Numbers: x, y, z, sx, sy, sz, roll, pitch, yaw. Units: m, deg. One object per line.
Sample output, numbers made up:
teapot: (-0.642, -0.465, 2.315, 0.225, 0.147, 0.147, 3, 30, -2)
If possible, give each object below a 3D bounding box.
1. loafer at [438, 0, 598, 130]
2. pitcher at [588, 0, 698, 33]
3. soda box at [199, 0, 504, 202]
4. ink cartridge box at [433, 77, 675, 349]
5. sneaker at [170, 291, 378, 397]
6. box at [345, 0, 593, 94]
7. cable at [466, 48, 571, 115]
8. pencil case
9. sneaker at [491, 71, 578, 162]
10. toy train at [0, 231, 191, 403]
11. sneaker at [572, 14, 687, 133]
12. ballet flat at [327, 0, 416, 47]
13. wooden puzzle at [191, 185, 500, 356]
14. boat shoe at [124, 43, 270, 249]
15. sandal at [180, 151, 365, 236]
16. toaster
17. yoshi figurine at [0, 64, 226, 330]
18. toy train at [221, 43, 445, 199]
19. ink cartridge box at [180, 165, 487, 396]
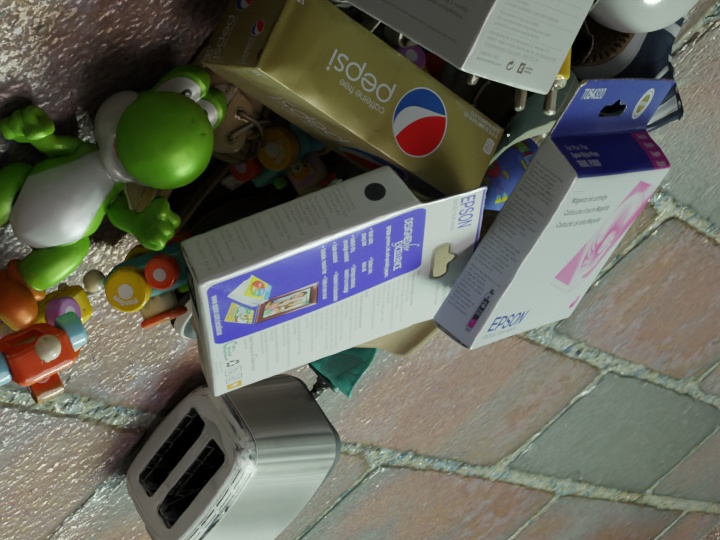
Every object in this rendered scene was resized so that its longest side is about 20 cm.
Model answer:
loafer: (0.113, -0.152, 1.276, 0.075, 0.070, 0.200, -28, 155, -36)
pitcher: (0.168, -0.256, 1.295, 0.171, 0.121, 0.200, -16, 142, -3)
soda box: (-0.003, -0.112, 1.208, 0.200, 0.068, 0.064, 31, 79, -37)
ink cartridge box: (0.153, -0.043, 1.329, 0.200, 0.043, 0.196, -58, 160, 21)
sneaker: (-0.047, 0.050, 1.506, 0.200, 0.121, 0.084, -16, 148, -40)
box: (0.088, -0.227, 1.131, 0.097, 0.124, 0.200, 8, 112, -52)
cable: (0.114, -0.204, 1.202, 0.050, 0.097, 0.200, 7, 104, -57)
pencil case: (0.077, -0.057, 1.495, 0.200, 0.078, 0.087, -24, 153, -56)
sneaker: (0.108, -0.148, 1.444, 0.200, 0.075, 0.106, -28, 151, -42)
toy train: (-0.173, 0.036, 1.281, 0.200, 0.056, 0.150, -28, -164, -26)
sneaker: (0.227, -0.188, 1.437, 0.200, 0.070, 0.109, -53, 136, -27)
ballet flat: (0.020, -0.182, 1.251, 0.200, 0.067, 0.064, 11, 105, -52)
wooden puzzle: (0.000, 0.000, 1.375, 0.200, 0.037, 0.185, 8, 142, -36)
boat shoe: (-0.090, -0.098, 1.256, 0.200, 0.065, 0.071, -47, 154, 19)
sandal: (-0.053, -0.039, 1.419, 0.200, 0.055, 0.082, -23, 152, -37)
toaster: (-0.111, 0.169, 1.638, 0.129, 0.114, 0.200, 0, 138, -50)
yoshi figurine: (-0.168, -0.055, 1.176, 0.200, 0.112, 0.112, -39, 147, -1)
toy train: (-0.002, -0.099, 1.340, 0.200, 0.056, 0.150, -32, 176, -7)
ink cartridge box: (-0.018, 0.004, 1.270, 0.200, 0.043, 0.198, -18, 157, -10)
